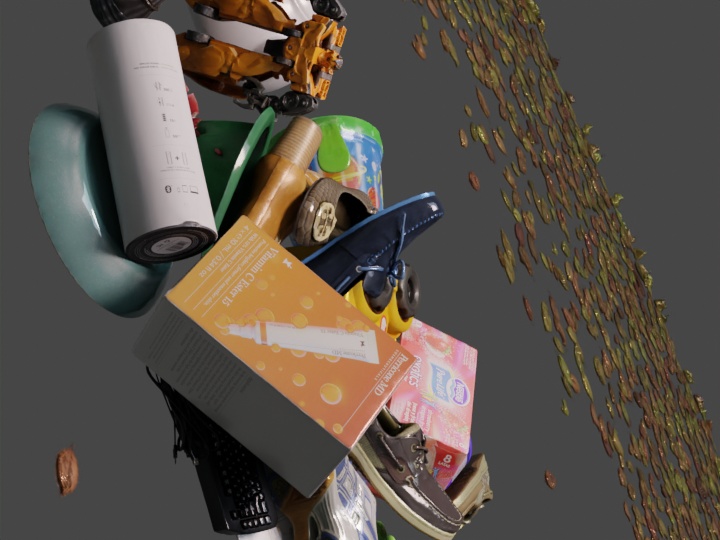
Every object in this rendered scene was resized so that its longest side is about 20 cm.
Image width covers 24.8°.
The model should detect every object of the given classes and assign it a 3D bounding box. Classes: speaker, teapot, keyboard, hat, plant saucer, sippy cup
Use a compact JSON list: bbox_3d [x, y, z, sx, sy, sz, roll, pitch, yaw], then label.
[{"bbox_3d":[-0.180,-0.113,1.402,0.081,0.081,0.201,26,46,-62],"label":"speaker"},{"bbox_3d":[-0.094,-0.305,1.822,0.201,0.145,0.197,67,20,-4],"label":"teapot"},{"bbox_3d":[-0.124,0.132,1.430,0.104,0.040,0.201,-5,72,-49],"label":"keyboard"},{"bbox_3d":[-0.188,-0.114,1.549,0.175,0.166,0.200,24,24,1],"label":"hat"},{"bbox_3d":[-0.215,-0.059,1.428,0.200,0.036,0.201,53,25,-38],"label":"plant saucer"},{"bbox_3d":[-0.032,-0.076,1.762,0.178,0.139,0.131,28,43,-52],"label":"sippy cup"}]

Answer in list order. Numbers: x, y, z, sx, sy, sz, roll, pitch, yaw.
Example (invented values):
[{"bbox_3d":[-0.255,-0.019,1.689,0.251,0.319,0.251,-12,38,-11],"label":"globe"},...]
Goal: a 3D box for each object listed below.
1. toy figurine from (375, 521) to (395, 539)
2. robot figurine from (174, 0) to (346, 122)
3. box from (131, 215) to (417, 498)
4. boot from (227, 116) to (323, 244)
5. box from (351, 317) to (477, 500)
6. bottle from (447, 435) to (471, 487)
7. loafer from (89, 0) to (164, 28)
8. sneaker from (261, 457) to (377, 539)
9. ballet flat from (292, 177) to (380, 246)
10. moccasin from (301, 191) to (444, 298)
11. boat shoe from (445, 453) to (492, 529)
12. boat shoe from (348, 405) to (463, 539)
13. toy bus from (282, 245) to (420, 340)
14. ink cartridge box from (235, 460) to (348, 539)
[{"bbox_3d":[0.110,0.305,1.580,0.200,0.183,0.151,101,-16,-65],"label":"toy figurine"},{"bbox_3d":[-0.100,-0.228,1.624,0.058,0.199,0.146,13,96,-65],"label":"robot figurine"},{"bbox_3d":[-0.073,0.073,1.400,0.200,0.098,0.124,39,49,1],"label":"box"},{"bbox_3d":[-0.089,-0.049,1.578,0.144,0.071,0.201,-61,172,-22],"label":"boot"},{"bbox_3d":[0.059,0.153,1.748,0.094,0.103,0.200,25,29,-7],"label":"box"},{"bbox_3d":[0.073,0.214,1.857,0.084,0.065,0.200,70,20,-5],"label":"bottle"},{"bbox_3d":[-0.228,-0.325,1.603,0.073,0.072,0.201,30,43,-59],"label":"loafer"},{"bbox_3d":[-0.031,0.202,1.495,0.088,0.075,0.201,-17,96,-58],"label":"sneaker"},{"bbox_3d":[-0.019,-0.051,1.588,0.068,0.046,0.200,-67,167,7],"label":"ballet flat"},{"bbox_3d":[0.000,0.000,1.561,0.068,0.199,0.080,58,6,12],"label":"moccasin"},{"bbox_3d":[0.123,0.269,1.922,0.063,0.073,0.200,65,19,-2],"label":"boat shoe"},{"bbox_3d":[0.031,0.168,1.531,0.200,0.065,0.073,46,13,-4],"label":"boat shoe"},{"bbox_3d":[-0.020,0.077,1.683,0.200,0.135,0.193,30,56,-64],"label":"toy bus"},{"bbox_3d":[-0.088,0.173,1.521,0.173,0.043,0.201,-17,87,-49],"label":"ink cartridge box"}]
